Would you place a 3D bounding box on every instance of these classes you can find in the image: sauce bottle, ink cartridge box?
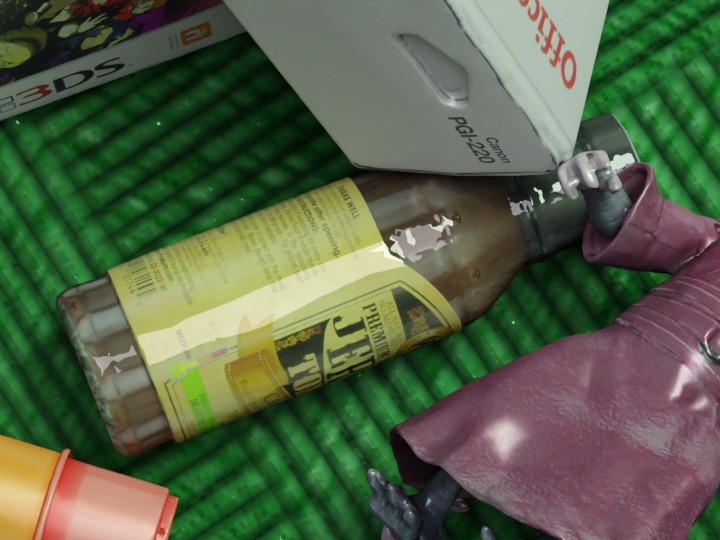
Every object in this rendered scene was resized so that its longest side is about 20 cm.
[{"bbox_3d":[0.000,0.000,0.957,0.200,0.065,0.065,-22,83,-4],"label":"sauce bottle"},{"bbox_3d":[0.029,-0.149,0.913,0.085,0.146,0.200,1,63,27],"label":"ink cartridge box"}]

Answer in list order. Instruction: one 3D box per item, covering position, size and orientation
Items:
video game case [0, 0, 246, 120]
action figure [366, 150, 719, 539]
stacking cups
[{"bbox_3d":[-0.130,-0.104,0.901,0.181,0.200,0.036,-21,68,-6],"label":"video game case"},{"bbox_3d":[0.109,0.039,0.922,0.200,0.149,0.134,-40,66,-21],"label":"action figure"},{"bbox_3d":[-0.160,0.061,0.947,0.200,0.061,0.061,13,81,-2],"label":"stacking cups"}]
